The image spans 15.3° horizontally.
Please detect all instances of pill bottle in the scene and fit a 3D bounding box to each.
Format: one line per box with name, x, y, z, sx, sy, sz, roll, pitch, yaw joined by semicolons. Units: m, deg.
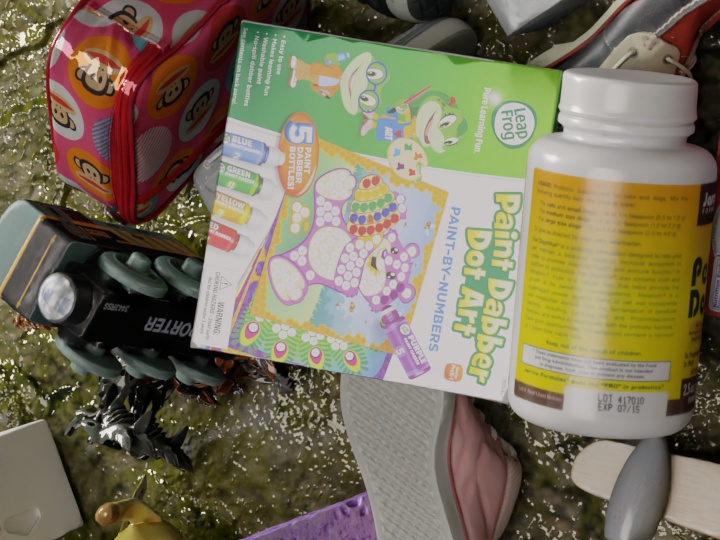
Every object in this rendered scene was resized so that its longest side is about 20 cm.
pill bottle;0.145;-0.011;1.530;0.109;0.109;0.201;9;101;25

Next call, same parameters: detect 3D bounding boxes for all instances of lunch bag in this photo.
lunch bag;-0.111;-0.128;1.668;0.082;0.200;0.177;31;147;18

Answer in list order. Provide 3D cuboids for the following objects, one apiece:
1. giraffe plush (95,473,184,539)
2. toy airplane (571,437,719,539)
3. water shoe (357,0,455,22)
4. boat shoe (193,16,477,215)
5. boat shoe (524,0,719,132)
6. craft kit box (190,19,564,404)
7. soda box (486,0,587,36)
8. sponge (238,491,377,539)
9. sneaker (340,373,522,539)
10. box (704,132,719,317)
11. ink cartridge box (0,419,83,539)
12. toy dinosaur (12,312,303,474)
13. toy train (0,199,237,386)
giraffe plush;-0.099;0.247;1.782;0.161;0.173;0.201;12;76;14
toy airplane;0.243;0.158;1.580;0.200;0.141;0.200;-31;85;29
water shoe;0.032;-0.255;1.646;0.079;0.071;0.201;19;100;40
boat shoe;-0.020;-0.101;1.670;0.201;0.070;0.072;-39;63;-6
boat shoe;0.165;-0.125;1.601;0.200;0.071;0.063;-34;69;34
craft kit box;0.011;-0.035;1.596;0.196;0.049;0.201;9;93;5
soda box;0.158;-0.219;1.593;0.200;0.063;0.069;-32;85;28
sponge;-0.029;0.213;1.709;0.030;0.199;0.112;-18;91;64
sneaker;0.047;0.099;1.685;0.075;0.105;0.201;-2;105;29
box;0.266;-0.069;1.549;0.099;0.095;0.201;12;105;25
ink cartridge box;-0.317;0.179;1.867;0.199;0.145;0.085;-18;91;28
toy dinosaur;-0.134;0.059;1.796;0.199;0.102;0.137;10;82;40
toy train;-0.144;0.012;1.673;0.114;0.200;0.085;38;106;30
